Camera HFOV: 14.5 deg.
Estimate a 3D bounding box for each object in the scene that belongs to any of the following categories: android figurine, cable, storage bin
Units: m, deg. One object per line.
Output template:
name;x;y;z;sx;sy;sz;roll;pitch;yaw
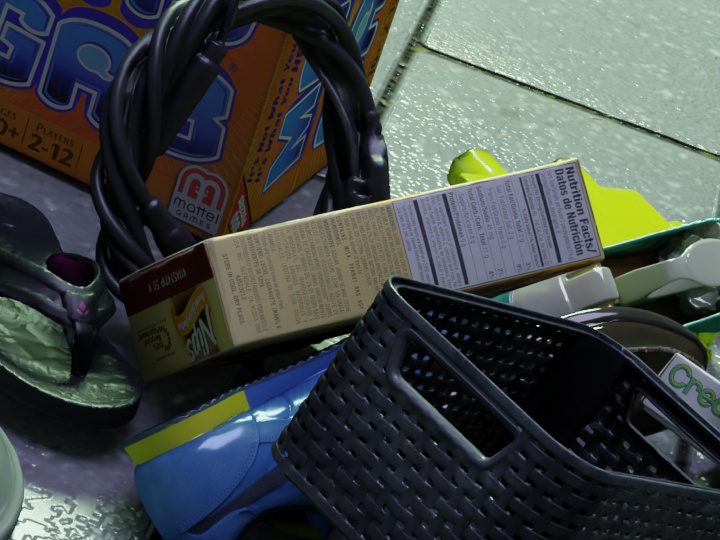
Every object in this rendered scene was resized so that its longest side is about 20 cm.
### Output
android figurine;0.127;-0.005;1.582;0.182;0.041;0.200;4;29;-30
cable;-0.060;-0.056;1.404;0.163;0.200;0.051;-6;5;-28
storage bin;0.075;0.088;1.213;0.135;0.094;0.200;43;15;32

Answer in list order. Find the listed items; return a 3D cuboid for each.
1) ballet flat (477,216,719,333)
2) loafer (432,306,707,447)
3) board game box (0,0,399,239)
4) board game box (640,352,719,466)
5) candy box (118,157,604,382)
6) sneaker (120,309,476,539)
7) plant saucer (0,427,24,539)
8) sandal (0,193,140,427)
ballet flat;0.130;0.011;1.457;0.200;0.070;0.067;-16;71;-26
loafer;0.089;0.070;1.385;0.200;0.073;0.071;-6;38;-26
board game box;-0.097;-0.167;1.559;0.200;0.200;0.200;25;26;12
board game box;0.237;0.119;1.360;0.200;0.035;0.126;36;1;30
candy box;0.000;0.000;1.341;0.200;0.055;0.115;-14;-3;-27
sneaker;-0.016;0.075;1.276;0.200;0.066;0.078;-25;88;-39
plant saucer;-0.234;0.059;1.192;0.200;0.050;0.200;16;26;-8
sandal;-0.157;0.006;1.334;0.075;0.048;0.200;4;29;-29
